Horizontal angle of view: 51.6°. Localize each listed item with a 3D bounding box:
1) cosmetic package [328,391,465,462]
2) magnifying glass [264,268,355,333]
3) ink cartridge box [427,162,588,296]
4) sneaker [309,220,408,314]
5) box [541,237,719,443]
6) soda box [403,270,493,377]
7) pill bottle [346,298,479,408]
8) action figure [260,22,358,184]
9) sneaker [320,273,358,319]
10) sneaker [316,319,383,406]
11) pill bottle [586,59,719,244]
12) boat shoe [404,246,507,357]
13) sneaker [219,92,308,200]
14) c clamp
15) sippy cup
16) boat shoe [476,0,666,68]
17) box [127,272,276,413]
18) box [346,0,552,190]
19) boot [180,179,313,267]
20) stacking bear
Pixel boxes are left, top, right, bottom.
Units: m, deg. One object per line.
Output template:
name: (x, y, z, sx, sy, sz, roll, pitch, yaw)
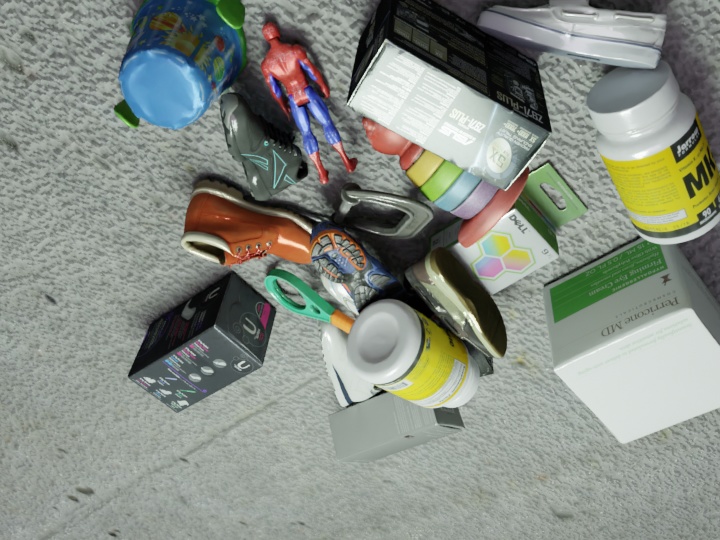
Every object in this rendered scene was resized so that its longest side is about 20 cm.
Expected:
cosmetic package: (0.057, 0.253, 1.243, 0.199, 0.091, 0.107, -29, 152, 26)
magnifying glass: (-0.057, 0.058, 1.090, 0.199, 0.022, 0.080, 27, 148, 18)
ink cartridge box: (0.198, -0.044, 1.005, 0.200, 0.059, 0.104, -32, 121, 29)
sneaker: (0.000, 0.000, 1.009, 0.075, 0.079, 0.200, -33, 127, 8)
box: (0.389, 0.093, 1.029, 0.199, 0.172, 0.200, -31, 122, 28)
soda box: (0.135, 0.079, 1.117, 0.070, 0.063, 0.200, -18, 127, 20)
pill bottle: (0.080, 0.123, 1.022, 0.112, 0.113, 0.200, -27, 144, 26)
action figure: (-0.069, -0.205, 0.904, 0.065, 0.052, 0.201, -18, 122, 14)
sneaker: (0.020, 0.052, 1.105, 0.072, 0.072, 0.200, -28, 126, 18)
sneaker: (-0.016, 0.136, 1.187, 0.080, 0.077, 0.200, -12, 136, 7)
pill bottle: (0.345, -0.137, 0.872, 0.114, 0.115, 0.200, -23, 125, 24)
boat shoe: (0.132, 0.049, 1.013, 0.066, 0.072, 0.201, -17, 129, 34)
sneaker: (-0.118, -0.158, 0.915, 0.079, 0.076, 0.200, -13, 159, 3)
c clamp: (0.001, -0.072, 0.961, 0.170, 0.027, 0.200, 17, 166, -12)
sippy cup: (-0.207, -0.232, 0.841, 0.139, 0.131, 0.178, 12, 131, -5)
boat shoe: (0.229, -0.269, 0.811, 0.199, 0.074, 0.066, 13, 101, 2)
box: (-0.242, 0.114, 1.150, 0.200, 0.123, 0.106, -30, 122, 28)
box: (0.096, -0.203, 0.810, 0.199, 0.164, 0.086, 25, 129, -16)
boot: (-0.146, -0.037, 1.015, 0.199, 0.108, 0.075, 20, 140, -12)
stacking bear: (0.094, -0.140, 0.904, 0.200, 0.122, 0.114, 35, 157, -7)
